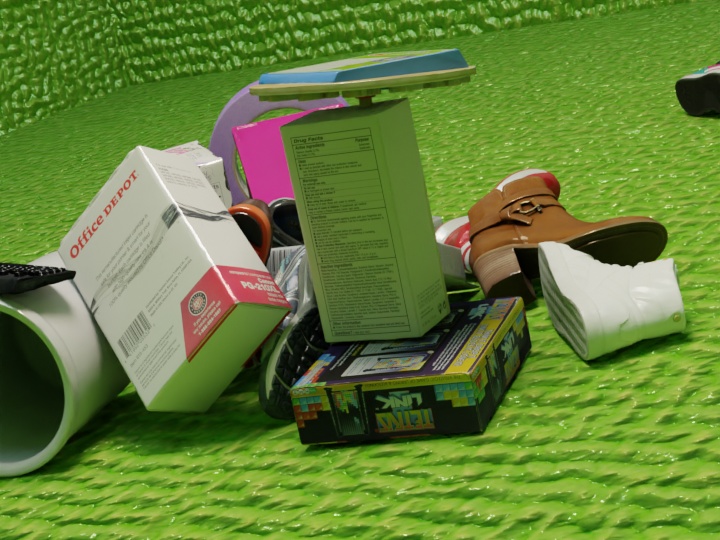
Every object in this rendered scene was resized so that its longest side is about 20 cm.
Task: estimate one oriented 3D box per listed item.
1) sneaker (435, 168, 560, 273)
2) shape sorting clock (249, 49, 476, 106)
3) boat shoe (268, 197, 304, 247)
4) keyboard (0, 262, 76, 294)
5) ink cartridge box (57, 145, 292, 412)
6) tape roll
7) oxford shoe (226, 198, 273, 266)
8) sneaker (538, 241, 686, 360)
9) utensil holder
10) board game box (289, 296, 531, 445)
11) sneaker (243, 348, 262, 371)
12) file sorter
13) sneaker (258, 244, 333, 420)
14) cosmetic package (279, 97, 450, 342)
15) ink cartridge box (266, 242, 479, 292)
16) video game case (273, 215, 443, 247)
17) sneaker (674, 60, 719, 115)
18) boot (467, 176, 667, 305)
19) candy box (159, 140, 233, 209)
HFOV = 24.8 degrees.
[{"bbox_3d":[0.181,-0.044,1.818,0.199,0.079,0.115,-37,33,-30],"label":"sneaker"},{"bbox_3d":[0.002,-0.162,1.421,0.198,0.040,0.200,-9,10,2],"label":"shape sorting clock"},{"bbox_3d":[-0.012,-0.026,1.763,0.198,0.069,0.057,19,-2,-2],"label":"boat shoe"},{"bbox_3d":[-0.363,-0.006,1.510,0.198,0.040,0.104,2,14,36],"label":"keyboard"},{"bbox_3d":[-0.175,0.008,1.512,0.145,0.201,0.084,-48,-31,23],"label":"ink cartridge box"},{"bbox_3d":[-0.091,-0.141,2.050,0.198,0.202,0.066,-13,14,1],"label":"tape roll"},{"bbox_3d":[-0.125,0.025,1.593,0.071,0.202,0.073,24,19,4],"label":"oxford shoe"},{"bbox_3d":[0.235,0.019,1.512,0.114,0.074,0.200,-13,24,-5],"label":"sneaker"},{"bbox_3d":[-0.310,0.081,1.569,0.168,0.172,0.200,-8,12,18],"label":"utensil holder"},{"bbox_3d":[0.049,0.086,1.442,0.164,0.057,0.200,-6,16,21],"label":"board game box"},{"bbox_3d":[-0.081,0.059,1.645,0.198,0.082,0.075,-5,-6,13],"label":"sneaker"},{"bbox_3d":[-0.059,-0.080,1.910,0.137,0.126,0.201,-13,36,-6],"label":"file sorter"},{"bbox_3d":[-0.061,0.059,1.532,0.086,0.078,0.201,-17,40,37],"label":"sneaker"},{"bbox_3d":[0.005,-0.043,1.452,0.103,0.202,0.073,-3,15,28],"label":"cosmetic package"},{"bbox_3d":[0.000,0.000,1.686,0.194,0.044,0.200,-7,-8,22],"label":"ink cartridge box"},{"bbox_3d":[-0.021,-0.037,2.043,0.181,0.022,0.199,-21,15,-26],"label":"video game case"},{"bbox_3d":[0.536,-0.260,2.275,0.120,0.084,0.200,-27,16,-13],"label":"sneaker"},{"bbox_3d":[0.204,-0.042,1.676,0.198,0.077,0.156,-24,35,11],"label":"boot"},{"bbox_3d":[-0.173,-0.029,1.785,0.071,0.202,0.168,-16,14,-11],"label":"candy box"}]
